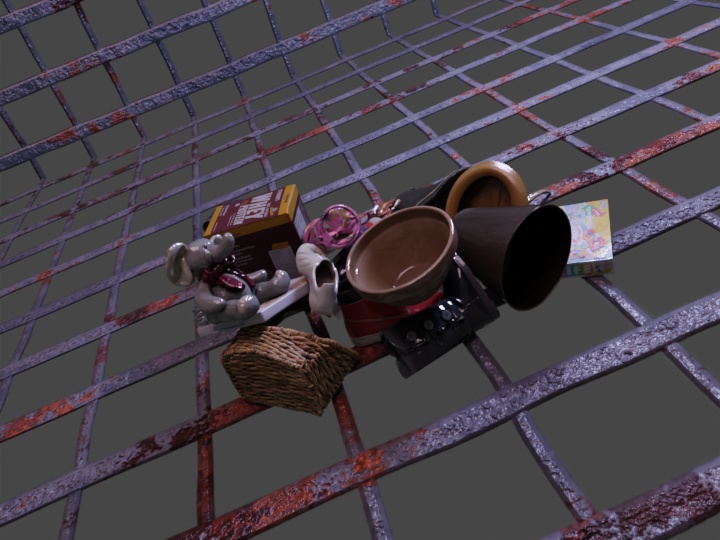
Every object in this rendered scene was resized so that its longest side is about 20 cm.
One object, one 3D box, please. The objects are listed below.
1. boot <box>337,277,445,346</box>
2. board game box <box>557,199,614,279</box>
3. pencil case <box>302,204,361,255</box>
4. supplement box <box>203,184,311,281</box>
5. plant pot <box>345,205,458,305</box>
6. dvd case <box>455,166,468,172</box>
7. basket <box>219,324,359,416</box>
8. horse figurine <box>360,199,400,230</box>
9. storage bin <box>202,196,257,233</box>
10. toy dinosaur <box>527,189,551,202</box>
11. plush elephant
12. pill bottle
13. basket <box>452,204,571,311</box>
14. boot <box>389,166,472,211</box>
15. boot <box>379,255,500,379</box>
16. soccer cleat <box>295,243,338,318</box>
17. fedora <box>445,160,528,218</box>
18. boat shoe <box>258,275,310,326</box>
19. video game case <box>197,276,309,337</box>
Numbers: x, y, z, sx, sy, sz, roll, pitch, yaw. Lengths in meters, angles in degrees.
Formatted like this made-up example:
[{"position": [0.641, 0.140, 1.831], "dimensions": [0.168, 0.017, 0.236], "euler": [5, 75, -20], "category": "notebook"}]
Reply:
[{"position": [0.054, 0.047, 1.171], "dimensions": [0.197, 0.146, 0.073], "euler": [-17, 30, 5], "category": "boot"}, {"position": [0.405, -0.059, 1.224], "dimensions": [0.132, 0.035, 0.201], "euler": [-8, 34, 23], "category": "board game box"}, {"position": [-0.061, -0.075, 1.275], "dimensions": [0.085, 0.084, 0.200], "euler": [12, -6, -13], "category": "pencil case"}, {"position": [-0.204, -0.049, 1.422], "dimensions": [0.194, 0.202, 0.134], "euler": [-14, 31, 11], "category": "supplement box"}, {"position": [0.081, -0.009, 1.096], "dimensions": [0.198, 0.093, 0.203], "euler": [-21, 38, 17], "category": "plant pot"}, {"position": [0.250, -0.187, 1.532], "dimensions": [0.141, 0.018, 0.200], "euler": [9, 44, 41], "category": "dvd case"}, {"position": [-0.128, 0.143, 1.137], "dimensions": [0.197, 0.144, 0.149], "euler": [3, 39, 34], "category": "basket"}, {"position": [0.018, -0.081, 1.412], "dimensions": [0.201, 0.050, 0.133], "euler": [-53, -1, 44], "category": "horse figurine"}, {"position": [-0.271, -0.099, 1.600], "dimensions": [0.197, 0.137, 0.094], "euler": [-6, 34, 25], "category": "storage bin"}, {"position": [0.339, -0.130, 1.366], "dimensions": [0.197, 0.048, 0.088], "euler": [-24, 24, -10], "category": "toy dinosaur"}, {"position": [-0.246, 0.004, 1.134], "dimensions": [0.198, 0.157, 0.164], "euler": [-16, 11, 31], "category": "plush elephant"}, {"position": [0.000, 0.000, 1.280], "dimensions": [0.200, 0.113, 0.112], "euler": [-47, 35, -4], "category": "pill bottle"}, {"position": [0.247, -0.040, 1.143], "dimensions": [0.199, 0.135, 0.183], "euler": [25, 91, 62], "category": "basket"}, {"position": [0.168, -0.185, 1.498], "dimensions": [0.199, 0.078, 0.138], "euler": [-33, 28, -18], "category": "boot"}, {"position": [0.117, 0.071, 1.123], "dimensions": [0.198, 0.066, 0.166], "euler": [-31, 63, -13], "category": "boot"}, {"position": [-0.071, 0.000, 1.150], "dimensions": [0.068, 0.079, 0.201], "euler": [4, 34, -18], "category": "soccer cleat"}, {"position": [0.263, -0.115, 1.302], "dimensions": [0.198, 0.204, 0.081], "euler": [7, 5, 39], "category": "fedora"}, {"position": [-0.148, 0.054, 1.364], "dimensions": [0.198, 0.073, 0.076], "euler": [-27, 19, -8], "category": "boat shoe"}, {"position": [-0.180, 0.061, 1.209], "dimensions": [0.180, 0.023, 0.199], "euler": [-16, 12, 38], "category": "video game case"}]
